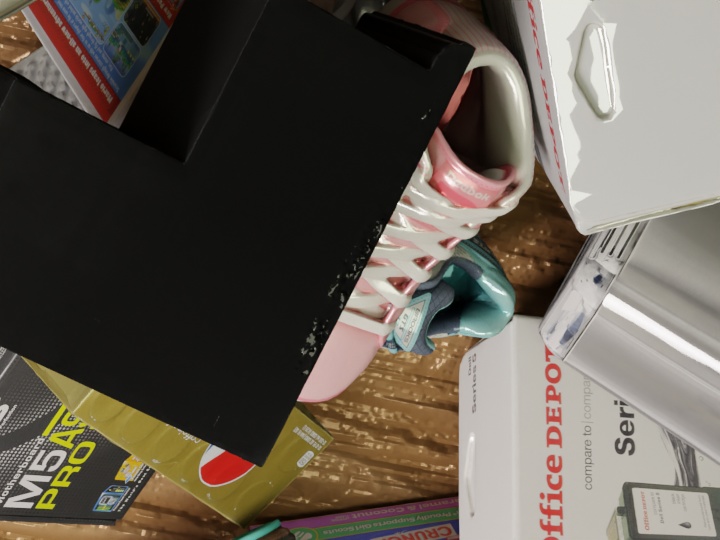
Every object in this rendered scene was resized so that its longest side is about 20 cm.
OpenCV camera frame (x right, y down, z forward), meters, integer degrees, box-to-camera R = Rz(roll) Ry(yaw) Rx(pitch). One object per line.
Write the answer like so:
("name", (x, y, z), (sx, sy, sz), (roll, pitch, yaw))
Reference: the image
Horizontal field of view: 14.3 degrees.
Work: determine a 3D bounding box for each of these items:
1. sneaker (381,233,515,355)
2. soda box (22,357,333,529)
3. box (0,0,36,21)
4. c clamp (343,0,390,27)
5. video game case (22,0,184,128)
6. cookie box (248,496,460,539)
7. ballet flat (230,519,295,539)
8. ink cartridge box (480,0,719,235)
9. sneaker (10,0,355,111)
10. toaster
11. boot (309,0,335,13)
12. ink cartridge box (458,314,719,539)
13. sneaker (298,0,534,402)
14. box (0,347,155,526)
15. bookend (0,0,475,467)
("sneaker", (0.000, 0.000, 1.382), (0.200, 0.086, 0.078), (-3, 128, -45))
("soda box", (-0.090, 0.055, 1.366), (0.068, 0.064, 0.200), (-45, 150, 1))
("box", (-0.170, -0.187, 1.241), (0.078, 0.200, 0.095), (-30, 118, 6))
("c clamp", (0.094, -0.154, 1.404), (0.171, 0.027, 0.200), (37, 104, -24))
("video game case", (-0.082, -0.173, 1.298), (0.017, 0.143, 0.200), (22, 112, -39))
("cookie box", (0.030, 0.228, 1.556), (0.171, 0.075, 0.200), (-7, 118, -8))
("ballet flat", (-0.095, 0.184, 1.477), (0.200, 0.068, 0.069), (-24, 88, 42))
("ink cartridge box", (0.106, -0.122, 1.298), (0.084, 0.200, 0.146), (-13, 113, -3))
("sneaker", (-0.091, -0.097, 1.388), (0.200, 0.074, 0.082), (-26, 158, -7))
("toaster", (0.175, 0.004, 1.407), (0.129, 0.200, 0.114), (30, 152, 2))
("boot", (-0.011, -0.167, 1.297), (0.146, 0.200, 0.070), (-29, 157, 24))
("ink cartridge box", (0.157, 0.108, 1.472), (0.199, 0.084, 0.146), (5, 73, -15))
("sneaker", (0.014, -0.024, 1.288), (0.075, 0.105, 0.201), (19, 99, -28))
("box", (-0.128, 0.036, 1.402), (0.200, 0.044, 0.160), (-54, 149, 16))
("bookend", (-0.091, -0.053, 1.189), (0.200, 0.092, 0.199), (26, 91, -30))
